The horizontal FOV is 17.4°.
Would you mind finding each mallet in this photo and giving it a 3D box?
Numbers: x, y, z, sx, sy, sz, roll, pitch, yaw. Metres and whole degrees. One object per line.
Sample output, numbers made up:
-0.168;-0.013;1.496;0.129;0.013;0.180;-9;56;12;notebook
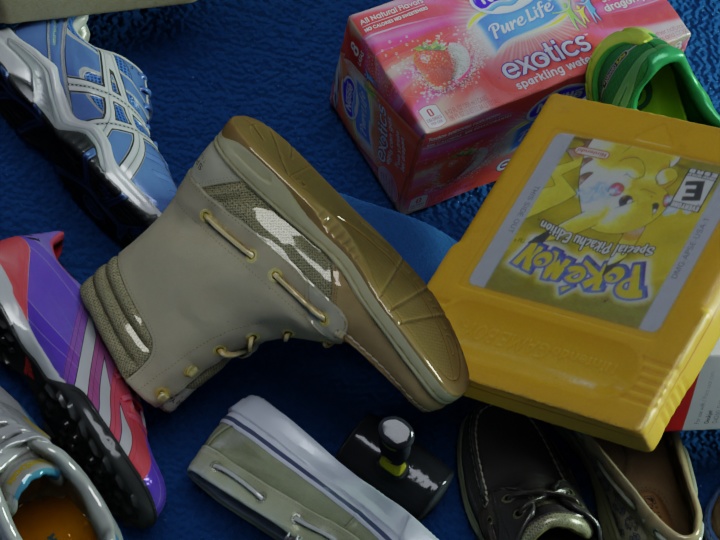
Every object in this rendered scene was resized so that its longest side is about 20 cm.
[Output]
0.026;0.106;1.284;0.066;0.200;0.041;36;82;-1;mallet

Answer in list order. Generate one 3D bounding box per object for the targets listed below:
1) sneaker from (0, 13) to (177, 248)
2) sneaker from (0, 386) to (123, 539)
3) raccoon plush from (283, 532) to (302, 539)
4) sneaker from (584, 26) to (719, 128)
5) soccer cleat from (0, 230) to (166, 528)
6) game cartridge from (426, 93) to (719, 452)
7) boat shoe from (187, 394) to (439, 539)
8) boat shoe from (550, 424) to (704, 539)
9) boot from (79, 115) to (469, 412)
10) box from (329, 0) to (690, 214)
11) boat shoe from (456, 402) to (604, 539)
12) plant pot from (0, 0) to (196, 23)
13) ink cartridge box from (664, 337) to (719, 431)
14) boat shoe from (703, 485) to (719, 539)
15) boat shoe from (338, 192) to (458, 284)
-0.153;-0.087;1.432;0.077;0.076;0.200;-33;71;-21;sneaker
-0.196;0.109;1.303;0.077;0.081;0.200;-37;70;-25;sneaker
0.012;0.228;1.289;0.200;0.097;0.134;22;38;-31;raccoon plush
0.191;-0.049;1.430;0.074;0.084;0.200;-26;106;-14;sneaker
-0.157;0.058;1.352;0.073;0.068;0.200;-25;64;-27;soccer cleat
0.134;-0.005;1.332;0.176;0.032;0.200;15;61;36;game cartridge
-0.011;0.152;1.327;0.200;0.072;0.062;37;75;23;boat shoe
0.156;0.087;1.389;0.073;0.063;0.200;-15;62;-17;boat shoe
-0.050;0.034;1.318;0.200;0.155;0.073;47;19;5;boot
0.093;-0.129;1.491;0.200;0.095;0.103;-21;64;-21;box
0.109;0.154;1.339;0.073;0.065;0.200;-12;61;-15;boat shoe
-0.178;-0.266;1.458;0.200;0.177;0.200;-8;37;-15;plant pot
0.216;0.028;1.362;0.200;0.067;0.116;-2;46;-11;ink cartridge box
0.288;0.108;1.395;0.200;0.072;0.072;-30;68;-25;boat shoe
0.000;0.000;1.409;0.200;0.069;0.084;30;44;-11;boat shoe
